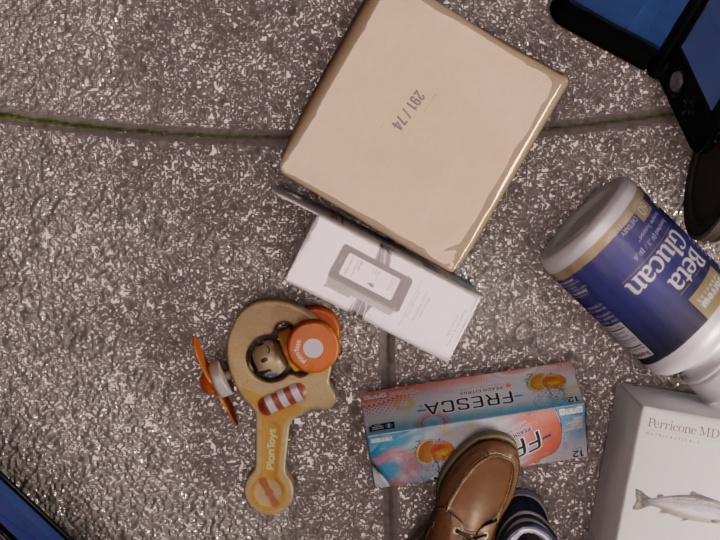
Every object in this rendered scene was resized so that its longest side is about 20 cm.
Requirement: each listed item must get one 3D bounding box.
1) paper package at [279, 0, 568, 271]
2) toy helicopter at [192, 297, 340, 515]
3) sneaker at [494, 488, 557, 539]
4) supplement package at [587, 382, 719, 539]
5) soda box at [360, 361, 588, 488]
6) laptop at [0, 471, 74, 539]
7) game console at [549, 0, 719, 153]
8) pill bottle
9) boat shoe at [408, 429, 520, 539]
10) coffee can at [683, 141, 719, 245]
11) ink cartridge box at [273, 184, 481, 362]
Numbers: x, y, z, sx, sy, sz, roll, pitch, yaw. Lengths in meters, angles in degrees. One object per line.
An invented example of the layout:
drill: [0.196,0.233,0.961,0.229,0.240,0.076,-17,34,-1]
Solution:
paper package: [0.051,-0.131,1.434,0.190,0.103,0.201,30,95,-5]
toy helicopter: [-0.088,0.123,1.479,0.132,0.079,0.201,4,101,-1]
sneaker: [0.157,0.309,1.490,0.070,0.109,0.201,-8,98,0]
supplement package: [0.279,0.215,1.476,0.116,0.117,0.201,9,97,-2]
soda box: [0.103,0.140,1.479,0.199,0.069,0.064,-9,123,1]
laptop: [-0.349,0.272,1.477,0.177,0.103,0.200,44,94,-6]
game console: [0.267,-0.228,1.376,0.118,0.173,0.200,6,135,-22]
pill bottle: [0.267,0.021,1.454,0.200,0.111,0.111,43,95,-6]
boat shoe: [0.094,0.234,1.462,0.072,0.068,0.201,14,123,-13]
coffee can: [0.401,-0.071,1.420,0.199,0.146,0.147,16,97,-7]
ink cartridge box: [0.000,0.000,1.443,0.199,0.116,0.068,27,95,-4]
